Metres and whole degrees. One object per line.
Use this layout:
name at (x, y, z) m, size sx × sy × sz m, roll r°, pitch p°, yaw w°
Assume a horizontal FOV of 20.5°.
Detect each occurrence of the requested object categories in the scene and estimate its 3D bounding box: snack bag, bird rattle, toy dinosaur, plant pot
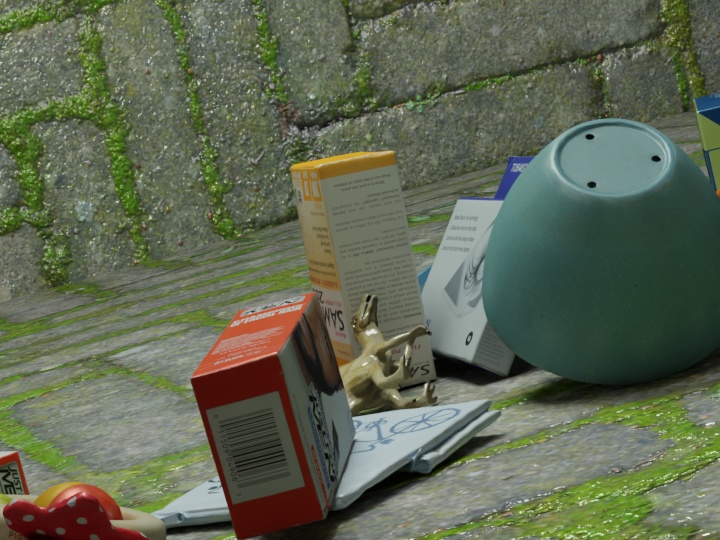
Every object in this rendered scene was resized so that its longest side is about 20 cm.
snack bag at (-0.025, 0.139, 1.399) m, size 0.188 × 0.022 × 0.200 m, roll -10°, pitch 10°, yaw 36°
bird rattle at (-0.195, 0.160, 1.267) m, size 0.199 × 0.113 × 0.163 m, roll -5°, pitch -6°, yaw 38°
toy dinosaur at (0.004, 0.094, 1.598) m, size 0.101 × 0.058 × 0.200 m, roll -10°, pitch 31°, yaw 29°
plant pot at (0.189, -0.033, 1.496) m, size 0.199 × 0.135 × 0.201 m, roll -3°, pitch 43°, yaw 3°

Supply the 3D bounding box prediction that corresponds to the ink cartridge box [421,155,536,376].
ink cartridge box at (0.113, -0.015, 1.722) m, size 0.040 × 0.201 × 0.200 m, roll 23°, pitch -5°, yaw -15°

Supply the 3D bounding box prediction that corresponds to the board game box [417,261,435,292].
board game box at (0.121, -0.006, 1.976) m, size 0.153 × 0.040 × 0.200 m, roll -37°, pitch -8°, yaw 29°

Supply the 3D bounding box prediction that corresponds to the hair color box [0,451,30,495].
hair color box at (-0.350, 0.192, 1.464) m, size 0.200 × 0.062 × 0.101 m, roll -19°, pitch 7°, yaw -43°

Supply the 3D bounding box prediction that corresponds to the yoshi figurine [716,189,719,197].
yoshi figurine at (0.256, -0.042, 1.813) m, size 0.199 × 0.112 × 0.113 m, roll 8°, pitch 51°, yaw 19°

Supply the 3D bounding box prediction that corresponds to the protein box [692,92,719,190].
protein box at (0.485, -0.145, 2.240) m, size 0.198 × 0.136 × 0.200 m, roll -13°, pitch 6°, yaw 10°

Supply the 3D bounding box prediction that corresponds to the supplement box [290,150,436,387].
supplement box at (0.000, 0.000, 1.739) m, size 0.073 × 0.201 × 0.126 m, roll -12°, pitch 5°, yaw -12°

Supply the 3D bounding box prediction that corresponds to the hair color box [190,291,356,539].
hair color box at (-0.053, 0.090, 1.315) m, size 0.064 × 0.111 × 0.200 m, roll -15°, pitch 9°, yaw 7°
